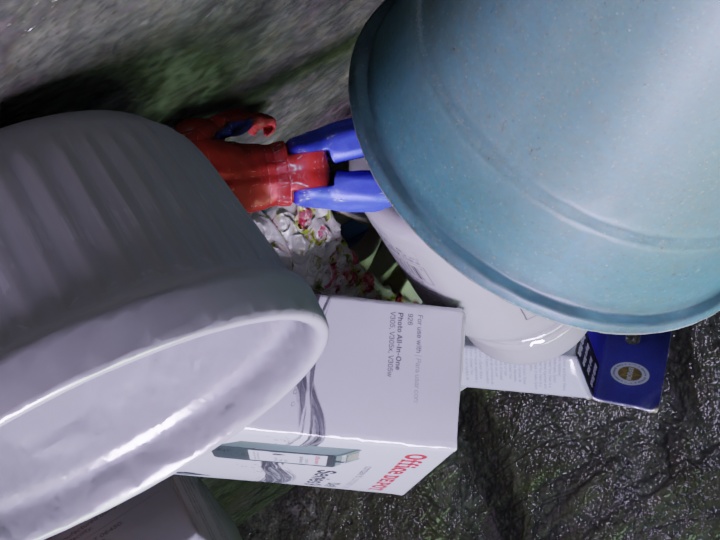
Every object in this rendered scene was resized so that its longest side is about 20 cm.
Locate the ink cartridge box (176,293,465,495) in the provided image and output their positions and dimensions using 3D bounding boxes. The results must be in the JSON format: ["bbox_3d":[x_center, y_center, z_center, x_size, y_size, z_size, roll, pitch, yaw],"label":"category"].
[{"bbox_3d":[-0.054,0.067,0.904,0.200,0.084,0.146,6,162,-9],"label":"ink cartridge box"}]

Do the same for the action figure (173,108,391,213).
[{"bbox_3d":[-0.021,-0.045,0.745,0.200,0.065,0.099,-7,-178,-12],"label":"action figure"}]

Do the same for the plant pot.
[{"bbox_3d":[0.122,-0.109,0.629,0.200,0.200,0.196,-28,162,-36],"label":"plant pot"}]

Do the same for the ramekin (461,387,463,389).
[{"bbox_3d":[0.106,0.051,1.647,0.200,0.105,0.200,-32,171,-6],"label":"ramekin"}]

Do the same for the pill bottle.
[{"bbox_3d":[0.075,-0.025,0.911,0.114,0.114,0.200,-34,149,0],"label":"pill bottle"}]

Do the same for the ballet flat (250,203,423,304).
[{"bbox_3d":[0.000,0.000,0.955,0.064,0.076,0.200,-51,147,2],"label":"ballet flat"}]

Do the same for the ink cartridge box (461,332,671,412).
[{"bbox_3d":[0.123,0.017,1.149,0.200,0.200,0.041,-66,158,-55],"label":"ink cartridge box"}]

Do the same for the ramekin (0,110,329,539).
[{"bbox_3d":[-0.123,0.026,0.620,0.200,0.105,0.200,-28,165,-8],"label":"ramekin"}]

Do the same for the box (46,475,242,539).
[{"bbox_3d":[-0.182,0.240,1.160,0.199,0.171,0.200,-34,-144,-4],"label":"box"}]

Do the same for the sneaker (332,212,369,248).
[{"bbox_3d":[0.063,-0.043,1.062,0.200,0.089,0.079,-37,172,2],"label":"sneaker"}]
